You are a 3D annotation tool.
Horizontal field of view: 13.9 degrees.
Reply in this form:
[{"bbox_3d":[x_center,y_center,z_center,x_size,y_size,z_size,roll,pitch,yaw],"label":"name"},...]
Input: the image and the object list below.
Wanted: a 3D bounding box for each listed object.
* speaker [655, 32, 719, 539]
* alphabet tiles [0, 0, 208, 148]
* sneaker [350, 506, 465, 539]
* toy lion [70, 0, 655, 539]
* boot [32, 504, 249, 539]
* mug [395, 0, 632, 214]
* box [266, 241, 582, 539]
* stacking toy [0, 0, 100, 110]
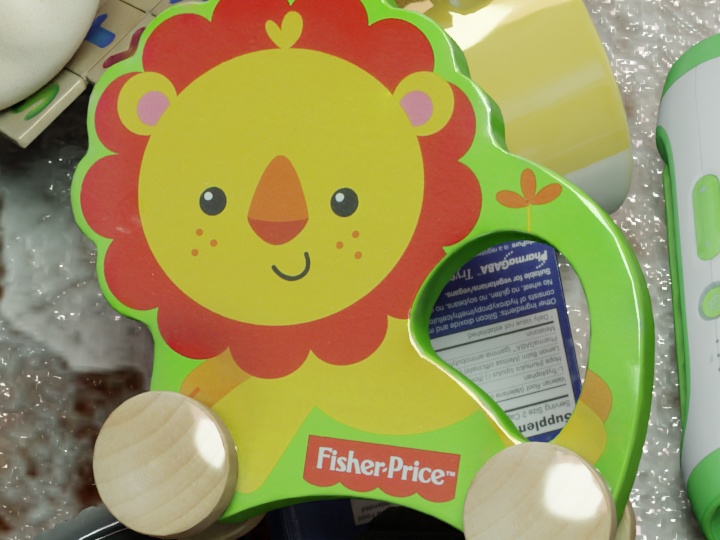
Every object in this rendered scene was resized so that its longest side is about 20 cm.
[{"bbox_3d":[0.158,0.008,1.123,0.088,0.089,0.201,3,56,-6],"label":"speaker"},{"bbox_3d":[-0.094,-0.121,1.128,0.166,0.006,0.200,-46,30,-8],"label":"alphabet tiles"},{"bbox_3d":[0.023,0.162,1.000,0.073,0.087,0.201,5,60,28],"label":"sneaker"},{"bbox_3d":[0.000,0.000,0.965,0.199,0.069,0.193,8,85,15],"label":"toy lion"},{"bbox_3d":[-0.079,0.175,0.956,0.164,0.066,0.200,-25,43,-9],"label":"boot"},{"bbox_3d":[-0.005,-0.070,1.105,0.153,0.187,0.149,-27,37,-14],"label":"mug"},{"bbox_3d":[0.025,0.075,1.050,0.121,0.032,0.201,-13,94,-16],"label":"box"},{"bbox_3d":[-0.140,-0.154,1.127,0.146,0.147,0.200,21,27,6],"label":"stacking toy"}]
